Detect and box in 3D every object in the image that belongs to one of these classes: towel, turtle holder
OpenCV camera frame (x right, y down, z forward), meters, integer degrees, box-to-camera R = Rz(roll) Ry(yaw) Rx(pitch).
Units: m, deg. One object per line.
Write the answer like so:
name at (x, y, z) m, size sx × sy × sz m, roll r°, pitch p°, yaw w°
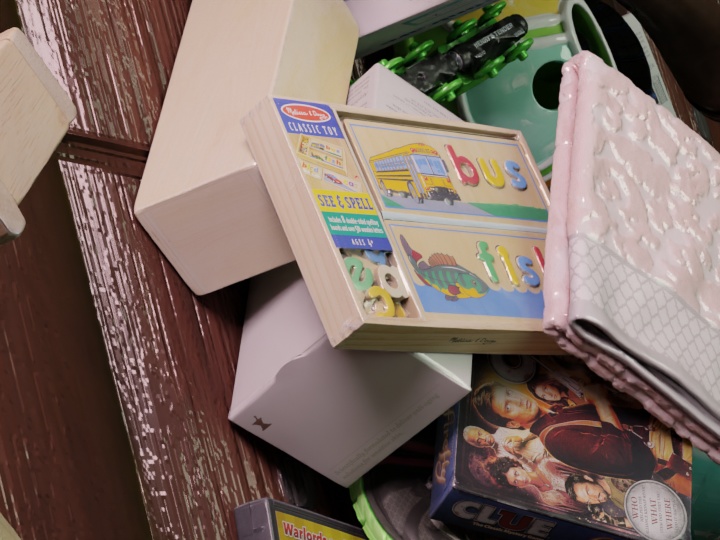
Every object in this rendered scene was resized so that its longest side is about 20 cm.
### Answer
towel at (0.177, 0.002, 1.335) m, size 0.200 × 0.032 × 0.191 m, roll 36°, pitch 45°, yaw -30°
turtle holder at (0.088, -0.138, 1.602) m, size 0.141 × 0.131 × 0.186 m, roll -1°, pitch 72°, yaw -65°

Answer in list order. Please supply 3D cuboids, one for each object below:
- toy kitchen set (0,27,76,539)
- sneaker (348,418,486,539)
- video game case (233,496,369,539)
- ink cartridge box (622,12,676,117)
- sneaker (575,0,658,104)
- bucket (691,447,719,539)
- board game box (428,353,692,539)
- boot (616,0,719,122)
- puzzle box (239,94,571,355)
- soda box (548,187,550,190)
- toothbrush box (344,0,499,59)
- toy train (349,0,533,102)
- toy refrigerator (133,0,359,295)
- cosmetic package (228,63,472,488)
toy kitchen set at (-0.154, 0.068, 0.839) m, size 0.200 × 0.180 × 0.163 m, roll 55°, pitch 28°, yaw -21°
sneaker at (0.041, 0.105, 1.316) m, size 0.077 × 0.084 × 0.200 m, roll 36°, pitch 23°, yaw -44°
video game case at (0.008, 0.222, 1.269) m, size 0.200 × 0.025 × 0.181 m, roll 28°, pitch 47°, yaw -57°
ink cartridge box at (0.187, -0.076, 1.828) m, size 0.200 × 0.087 × 0.145 m, roll 66°, pitch 24°, yaw -4°
sneaker at (0.179, -0.093, 1.703) m, size 0.078 × 0.075 × 0.200 m, roll -63°, pitch 134°, yaw -80°
bucket at (0.163, 0.065, 1.481) m, size 0.134 × 0.207 × 0.207 m, roll 14°, pitch 43°, yaw -8°
board game box at (0.111, 0.057, 1.320) m, size 0.135 × 0.035 × 0.200 m, roll 16°, pitch 53°, yaw -13°
boot at (0.164, -0.193, 1.603) m, size 0.200 × 0.064 × 0.187 m, roll 32°, pitch 18°, yaw -33°
puzzle box at (0.037, -0.021, 1.253) m, size 0.200 × 0.025 × 0.133 m, roll 3°, pitch 56°, yaw -48°
soda box at (0.124, -0.067, 1.710) m, size 0.068 × 0.063 × 0.200 m, roll 12°, pitch 61°, yaw -63°
toothbrush box at (-0.007, -0.233, 1.452) m, size 0.085 × 0.146 × 0.200 m, roll -15°, pitch 86°, yaw -66°
toy train at (0.028, -0.106, 1.460) m, size 0.200 × 0.056 × 0.042 m, roll -32°, pitch 84°, yaw -40°
toy refrigerator at (-0.055, -0.081, 1.311) m, size 0.070 × 0.076 × 0.200 m, roll 55°, pitch 26°, yaw -31°
cosmetic package at (0.000, 0.000, 1.308) m, size 0.085 × 0.108 × 0.200 m, roll 32°, pitch 39°, yaw -24°
